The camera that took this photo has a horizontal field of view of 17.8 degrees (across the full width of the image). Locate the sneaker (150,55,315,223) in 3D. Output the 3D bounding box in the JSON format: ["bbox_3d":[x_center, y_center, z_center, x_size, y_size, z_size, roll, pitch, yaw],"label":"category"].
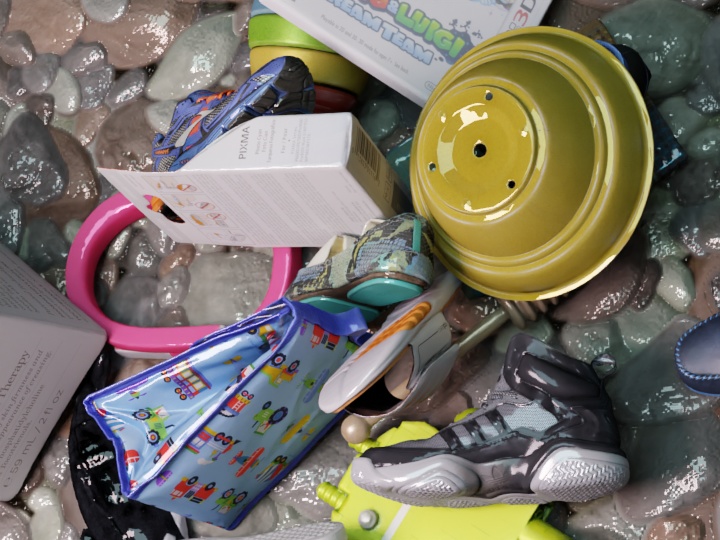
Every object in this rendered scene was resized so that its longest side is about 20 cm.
[{"bbox_3d":[-0.108,-0.112,1.762,0.200,0.075,0.079,-37,62,41],"label":"sneaker"}]

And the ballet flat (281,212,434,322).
[{"bbox_3d":[0.000,0.000,1.719,0.200,0.074,0.075,-20,59,58],"label":"ballet flat"}]

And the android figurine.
[{"bbox_3d":[0.058,0.189,1.689,0.200,0.041,0.183,32,87,27],"label":"android figurine"}]

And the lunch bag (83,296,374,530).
[{"bbox_3d":[-0.076,0.093,1.704,0.200,0.150,0.094,-35,63,14],"label":"lunch bag"}]

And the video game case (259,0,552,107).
[{"bbox_3d":[0.048,-0.229,1.762,0.199,0.024,0.183,32,74,-10],"label":"video game case"}]

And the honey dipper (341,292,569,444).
[{"bbox_3d":[0.067,0.063,1.710,0.200,0.038,0.038,-38,62,-3],"label":"honey dipper"}]

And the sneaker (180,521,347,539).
[{"bbox_3d":[-0.096,0.238,1.687,0.199,0.078,0.080,-9,100,26],"label":"sneaker"}]

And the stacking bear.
[{"bbox_3d":[-0.039,-0.164,1.811,0.121,0.114,0.201,10,86,-17],"label":"stacking bear"}]

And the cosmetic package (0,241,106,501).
[{"bbox_3d":[-0.344,0.063,1.791,0.166,0.200,0.168,38,103,30],"label":"cosmetic package"}]

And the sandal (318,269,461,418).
[{"bbox_3d":[0.041,0.059,1.658,0.079,0.207,0.059,-35,95,32],"label":"sandal"}]

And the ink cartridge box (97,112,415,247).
[{"bbox_3d":[-0.075,-0.065,1.729,0.199,0.160,0.048,1,70,20],"label":"ink cartridge box"}]

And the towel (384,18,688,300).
[{"bbox_3d":[0.133,-0.085,1.761,0.199,0.022,0.147,-33,64,8],"label":"towel"}]

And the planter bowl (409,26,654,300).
[{"bbox_3d":[0.102,-0.082,1.640,0.199,0.083,0.202,-4,83,32],"label":"planter bowl"}]

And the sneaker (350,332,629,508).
[{"bbox_3d":[0.092,0.107,1.641,0.199,0.076,0.115,-3,72,12],"label":"sneaker"}]

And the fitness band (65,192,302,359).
[{"bbox_3d":[-0.143,-0.002,1.839,0.199,0.037,0.144,-1,72,21],"label":"fitness band"}]

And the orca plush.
[{"bbox_3d":[-0.190,0.156,1.785,0.105,0.071,0.201,-18,66,16],"label":"orca plush"}]

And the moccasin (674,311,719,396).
[{"bbox_3d":[0.312,0.029,1.618,0.199,0.068,0.081,-22,65,15],"label":"moccasin"}]

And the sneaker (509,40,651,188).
[{"bbox_3d":[0.152,-0.076,1.704,0.070,0.078,0.201,39,105,26],"label":"sneaker"}]
